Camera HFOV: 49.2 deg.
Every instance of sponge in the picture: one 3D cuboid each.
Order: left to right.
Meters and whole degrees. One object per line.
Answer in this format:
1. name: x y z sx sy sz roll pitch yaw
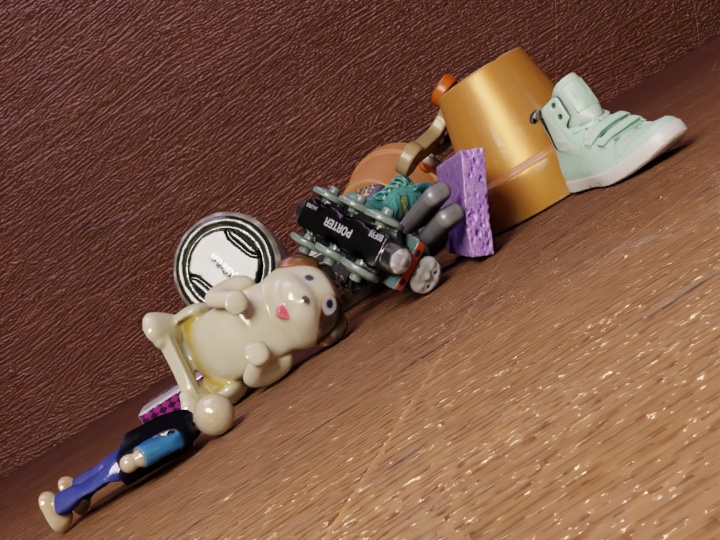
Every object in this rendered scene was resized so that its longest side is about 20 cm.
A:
1. sponge: 0.119 -0.075 0.911 0.029 0.113 0.200 -7 3 -1

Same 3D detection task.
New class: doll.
1. doll: -0.208 0.174 0.760 0.199 0.049 0.136 -32 4 9

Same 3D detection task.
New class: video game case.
1. video game case: -0.267 0.187 1.316 0.199 0.036 0.181 -32 4 -8

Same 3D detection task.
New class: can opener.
1. can opener: 0.078 -0.053 0.898 0.066 0.053 0.200 -32 -7 -12

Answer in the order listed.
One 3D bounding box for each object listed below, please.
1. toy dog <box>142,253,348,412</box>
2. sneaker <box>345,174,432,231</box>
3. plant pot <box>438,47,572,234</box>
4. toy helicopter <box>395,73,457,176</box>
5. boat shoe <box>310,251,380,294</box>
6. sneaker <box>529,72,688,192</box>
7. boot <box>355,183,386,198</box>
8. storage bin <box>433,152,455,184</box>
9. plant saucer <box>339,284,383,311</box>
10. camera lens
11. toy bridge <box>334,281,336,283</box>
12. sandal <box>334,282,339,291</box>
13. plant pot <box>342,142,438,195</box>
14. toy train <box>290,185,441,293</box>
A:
1. toy dog: -0.111 0.071 0.908 0.198 0.141 0.194 -29 -16 15
2. sneaker: 0.040 -0.095 1.073 0.199 0.077 0.080 -6 -56 -58
3. plant pot: 0.199 -0.173 1.012 0.199 0.185 0.200 -31 3 2
4. toy helicopter: 0.099 -0.180 1.110 0.200 0.078 0.133 -44 -15 -46
5. boat shoe: 0.000 0.000 1.055 0.198 0.070 0.067 -4 59 33
6. sneaker: 0.246 -0.153 0.815 0.073 0.119 0.200 -30 3 -13
7. boot: 0.026 -0.060 1.200 0.198 0.073 0.151 1 47 44
8. storage bin: 0.160 -0.124 1.212 0.134 0.146 0.200 -42 5 -12
9. plant saucer: -0.026 0.043 1.297 0.199 0.030 0.200 -32 4 2
10. camera lens: -0.188 0.003 1.202 0.159 0.161 0.200 -31 -6 -1
11. toy bridge: -0.009 -0.001 1.292 0.199 0.027 0.067 -28 5 43
12. sandal: -0.075 0.027 1.218 0.054 0.080 0.200 -52 7 0
13. plant pot: 0.050 -0.108 1.360 0.199 0.202 0.140 -29 5 32
14. toy train: 0.006 -0.032 0.879 0.199 0.113 0.086 28 92 50
